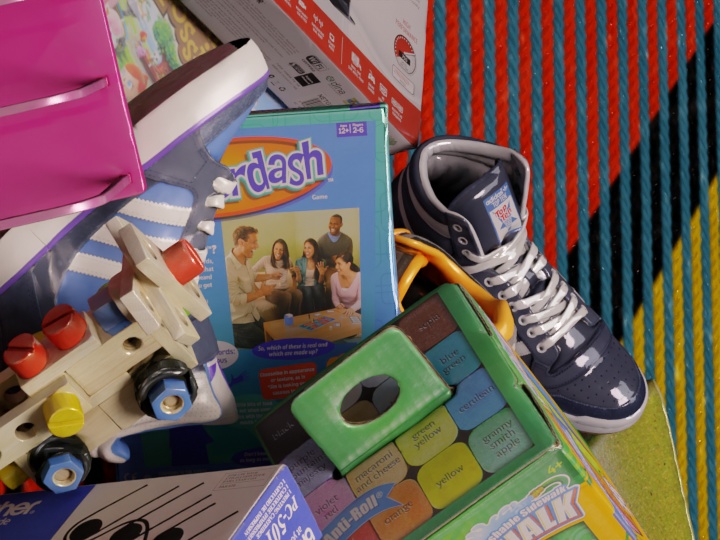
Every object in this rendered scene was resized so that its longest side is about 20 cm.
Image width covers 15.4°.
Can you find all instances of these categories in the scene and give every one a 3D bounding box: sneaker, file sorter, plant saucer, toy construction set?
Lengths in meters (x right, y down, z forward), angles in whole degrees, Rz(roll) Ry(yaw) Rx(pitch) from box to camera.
[{"bbox_3d":[0.000,0.000,1.413,0.199,0.077,0.078,29,59,0],"label":"sneaker"},{"bbox_3d":[-0.188,-0.112,1.174,0.125,0.138,0.201,-91,169,-84],"label":"file sorter"},{"bbox_3d":[0.093,0.005,1.529,0.200,0.109,0.070,41,60,10],"label":"sneaker"},{"bbox_3d":[-0.089,0.001,1.296,0.147,0.200,0.081,50,-1,-14],"label":"sneaker"},{"bbox_3d":[0.156,0.175,1.644,0.048,0.200,0.201,-12,86,-12],"label":"plant saucer"},{"bbox_3d":[-0.146,0.039,1.199,0.131,0.199,0.092,50,23,-38],"label":"toy construction set"}]

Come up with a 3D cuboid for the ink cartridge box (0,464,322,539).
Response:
[{"bbox_3d":[-0.124,0.139,1.197,0.094,0.199,0.044,-52,124,-46],"label":"ink cartridge box"}]

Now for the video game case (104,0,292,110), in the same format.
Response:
[{"bbox_3d":[-0.104,-0.100,1.435,0.201,0.022,0.182,61,39,-27],"label":"video game case"}]

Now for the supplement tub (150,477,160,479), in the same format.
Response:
[{"bbox_3d":[-0.088,0.215,1.274,0.144,0.144,0.201,44,52,-41],"label":"supplement tub"}]

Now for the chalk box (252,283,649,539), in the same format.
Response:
[{"bbox_3d":[0.042,0.104,1.251,0.200,0.125,0.124,49,7,-46],"label":"chalk box"}]

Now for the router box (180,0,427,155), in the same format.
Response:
[{"bbox_3d":[-0.031,-0.187,1.510,0.200,0.049,0.180,42,43,-47],"label":"router box"}]

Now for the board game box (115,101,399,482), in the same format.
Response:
[{"bbox_3d":[-0.054,0.019,1.352,0.045,0.151,0.201,-91,178,-84],"label":"board game box"}]
